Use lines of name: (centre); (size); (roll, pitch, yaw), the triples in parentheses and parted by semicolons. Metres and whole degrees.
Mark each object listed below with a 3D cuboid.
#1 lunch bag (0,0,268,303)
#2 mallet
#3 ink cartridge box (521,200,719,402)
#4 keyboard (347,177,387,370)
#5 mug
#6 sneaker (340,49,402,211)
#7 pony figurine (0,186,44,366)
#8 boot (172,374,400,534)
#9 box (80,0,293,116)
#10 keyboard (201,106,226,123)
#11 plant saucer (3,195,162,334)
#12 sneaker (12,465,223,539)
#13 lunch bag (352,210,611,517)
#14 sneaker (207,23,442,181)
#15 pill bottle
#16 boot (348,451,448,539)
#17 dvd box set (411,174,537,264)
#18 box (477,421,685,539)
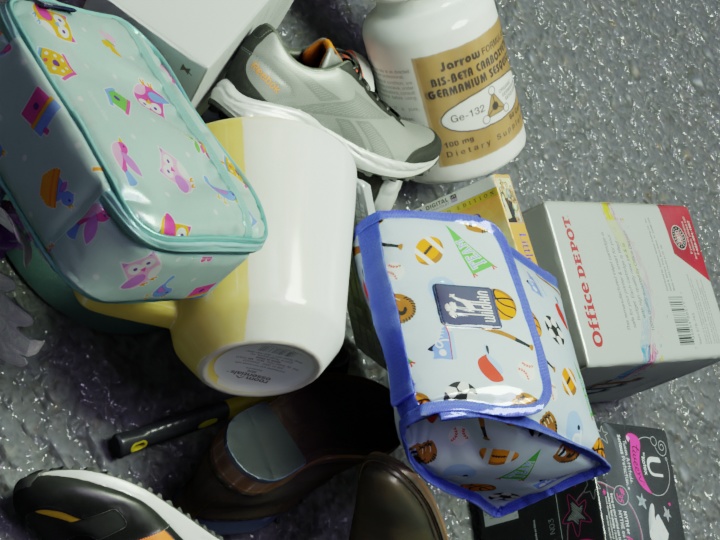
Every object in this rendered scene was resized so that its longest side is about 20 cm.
lunch bag: (-0.150, -0.077, 1.006); (0.160, 0.077, 0.200); (-1, 55, -59)
mallet: (-0.095, 0.107, 1.203); (0.200, 0.066, 0.041); (-21, 50, -32)
ink cartridge box: (0.190, 0.032, 1.423); (0.200, 0.145, 0.145); (1, 70, -43)
keyboard: (0.000, 0.000, 1.250); (0.011, 0.056, 0.200); (-38, 138, -27)
mug: (-0.089, 0.003, 1.123); (0.149, 0.186, 0.153); (66, 16, -59)
sneaker: (-0.023, -0.110, 1.325); (0.082, 0.077, 0.200); (9, 34, -25)
pony figurine: (-0.265, -0.052, 1.054); (0.193, 0.167, 0.200); (27, 51, 8)
boot: (-0.052, 0.133, 1.189); (0.200, 0.097, 0.075); (-8, 62, -50)
box: (-0.121, -0.189, 1.190); (0.097, 0.124, 0.200); (35, 49, -2)
keyboard: (-0.131, -0.174, 1.284); (0.127, 0.021, 0.200); (13, 51, -39)
plant saucer: (-0.176, -0.054, 1.199); (0.200, 0.036, 0.200); (20, 58, -37)
sneaker: (-0.146, 0.203, 1.081); (0.200, 0.070, 0.090); (35, 47, -29)
lunch bag: (0.077, 0.061, 1.161); (0.200, 0.124, 0.170); (31, 37, -47)
sneaker: (-0.012, -0.119, 1.191); (0.200, 0.074, 0.079); (16, 105, -40)
pill bottle: (0.064, -0.183, 1.380); (0.114, 0.114, 0.200); (-46, 129, -45)
boot: (0.009, 0.222, 1.162); (0.097, 0.075, 0.200); (-47, 145, -36)
dvd box set: (0.085, 0.041, 1.319); (0.029, 0.146, 0.200); (-2, 73, -55)
box: (0.183, 0.236, 1.330); (0.115, 0.132, 0.200); (12, 63, -43)
